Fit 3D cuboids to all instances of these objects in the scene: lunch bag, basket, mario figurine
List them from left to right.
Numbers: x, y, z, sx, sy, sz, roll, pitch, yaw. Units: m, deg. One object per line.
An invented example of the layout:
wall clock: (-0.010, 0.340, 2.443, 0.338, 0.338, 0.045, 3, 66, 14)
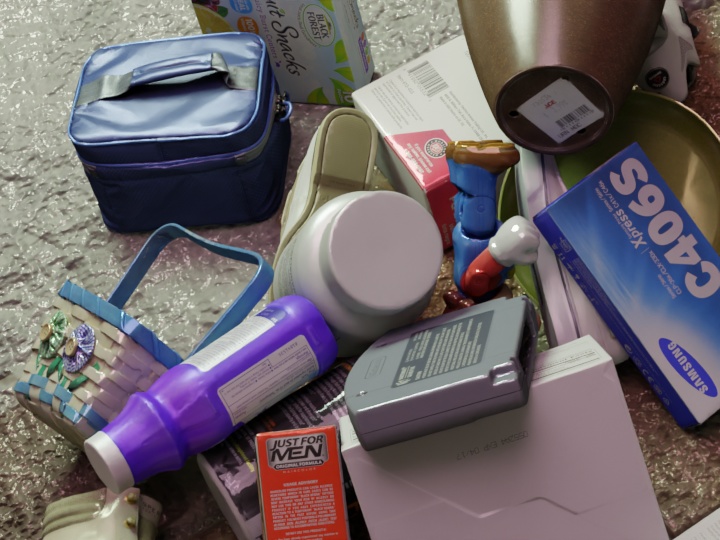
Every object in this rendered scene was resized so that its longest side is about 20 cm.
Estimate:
basket: (-0.169, 0.057, 1.650, 0.200, 0.139, 0.176, -51, 31, -15)
lunch bag: (-0.152, -0.128, 1.821, 0.198, 0.133, 0.137, -6, 50, 12)
mario figurine: (0.111, -0.001, 1.627, 0.105, 0.202, 0.123, 5, 10, 28)

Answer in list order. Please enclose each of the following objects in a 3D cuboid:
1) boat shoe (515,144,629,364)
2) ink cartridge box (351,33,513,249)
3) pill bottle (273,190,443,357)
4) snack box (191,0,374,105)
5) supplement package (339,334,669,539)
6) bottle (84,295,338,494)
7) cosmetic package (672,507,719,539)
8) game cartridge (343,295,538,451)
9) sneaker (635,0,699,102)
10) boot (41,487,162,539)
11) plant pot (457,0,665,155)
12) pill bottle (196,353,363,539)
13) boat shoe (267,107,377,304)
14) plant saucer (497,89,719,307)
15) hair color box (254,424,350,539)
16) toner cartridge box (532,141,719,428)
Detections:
boat shoe: (0.167, -0.018, 1.632, 0.065, 0.072, 0.202, -11, 71, -2)
ink cartridge box: (0.115, -0.131, 1.779, 0.199, 0.085, 0.145, -29, 49, -8)
pill bottle: (0.000, 0.000, 1.610, 0.113, 0.200, 0.116, 2, 81, -11)
snack box: (-0.076, -0.237, 1.844, 0.141, 0.201, 0.053, 4, 51, 19)
supplement package: (0.102, 0.157, 1.479, 0.198, 0.157, 0.111, -18, 8, 1)
bottle: (-0.112, 0.094, 1.545, 0.199, 0.066, 0.083, -34, 8, -22)
cosmetic package: (0.303, 0.199, 1.436, 0.199, 0.113, 0.081, -32, 51, -9)
game cartridge: (0.056, 0.071, 1.457, 0.132, 0.042, 0.200, -21, 11, 13)
sneaker: (0.258, -0.201, 1.816, 0.074, 0.089, 0.201, -29, 21, 25)
boot: (-0.164, 0.239, 1.564, 0.198, 0.072, 0.156, -2, 49, 15)
plant pot: (0.157, -0.194, 1.632, 0.185, 0.188, 0.201, -4, 47, 12)
pill bottle: (-0.017, 0.134, 1.582, 0.199, 0.107, 0.106, -30, 50, -10)
boat shoe: (-0.032, -0.034, 1.749, 0.074, 0.068, 0.202, 20, 75, -8)
plant saucer: (0.210, -0.046, 1.676, 0.198, 0.031, 0.202, -4, 77, 18)
hair color box: (-0.036, 0.216, 1.461, 0.061, 0.102, 0.202, -5, 80, -4)
toner cartridge box: (0.229, 0.011, 1.582, 0.095, 0.043, 0.201, -36, 89, -14)
